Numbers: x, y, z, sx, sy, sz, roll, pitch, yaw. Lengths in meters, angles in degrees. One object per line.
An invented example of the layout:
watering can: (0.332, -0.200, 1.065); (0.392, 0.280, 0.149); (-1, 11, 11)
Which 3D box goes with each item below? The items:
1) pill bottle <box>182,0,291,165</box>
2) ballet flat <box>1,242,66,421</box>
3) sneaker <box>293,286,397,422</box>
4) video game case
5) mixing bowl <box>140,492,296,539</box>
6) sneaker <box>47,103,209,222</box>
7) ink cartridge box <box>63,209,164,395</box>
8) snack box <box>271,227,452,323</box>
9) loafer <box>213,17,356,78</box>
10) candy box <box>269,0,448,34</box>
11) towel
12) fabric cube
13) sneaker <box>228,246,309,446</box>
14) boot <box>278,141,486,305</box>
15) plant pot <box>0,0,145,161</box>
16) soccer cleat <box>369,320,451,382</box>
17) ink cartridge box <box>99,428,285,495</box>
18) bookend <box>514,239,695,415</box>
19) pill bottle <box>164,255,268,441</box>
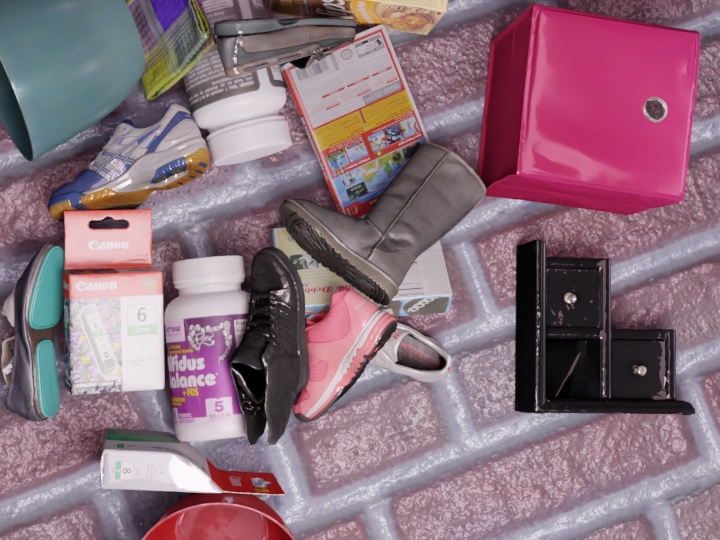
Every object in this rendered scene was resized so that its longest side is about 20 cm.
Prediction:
pill bottle: (-0.150, -0.230, 1.679); (0.112, 0.114, 0.203); (-14, 88, -9)
ballet flat: (-0.375, 0.069, 1.649); (0.072, 0.073, 0.203); (2, 92, -9)
sneaker: (-0.034, 0.091, 1.659); (0.087, 0.201, 0.074); (43, 40, 7)
video game case: (0.004, -0.172, 1.722); (0.142, 0.017, 0.202); (-25, 97, -23)
mixing bowl: (-0.155, 0.318, 1.629); (0.197, 0.109, 0.203); (-1, 113, -3)
sneaker: (-0.270, -0.122, 1.671); (0.198, 0.075, 0.089); (-22, 75, 6)
ink cartridge box: (-0.279, 0.035, 1.649); (0.107, 0.050, 0.203); (-2, 97, -20)
snack box: (0.000, 0.000, 1.699); (0.197, 0.037, 0.117); (-4, 53, -9)
loafer: (-0.083, -0.251, 1.634); (0.198, 0.071, 0.064); (-10, 102, -44)
candy box: (-0.003, -0.326, 1.708); (0.197, 0.115, 0.056); (6, 84, -9)
towel: (-0.239, -0.312, 1.653); (0.023, 0.143, 0.202); (-13, 76, -44)
fabric cube: (0.259, -0.181, 1.697); (0.196, 0.200, 0.199); (8, 86, -9)
sneaker: (-0.104, 0.082, 1.596); (0.059, 0.104, 0.203); (-4, 100, 31)
boot: (0.027, -0.079, 1.678); (0.181, 0.073, 0.201); (38, 68, -2)
plant pot: (-0.335, -0.247, 1.616); (0.160, 0.200, 0.203); (-27, 90, -17)
soccer cleat: (0.017, 0.077, 1.699); (0.198, 0.085, 0.069); (24, 83, -7)
ink cartridge box: (-0.187, 0.212, 1.620); (0.197, 0.161, 0.051); (2, 91, -9)
bookend: (0.289, 0.071, 1.739); (0.197, 0.092, 0.202); (2, 86, -10)
pill bottle: (-0.165, 0.087, 1.656); (0.111, 0.112, 0.203); (-5, 87, -9)
